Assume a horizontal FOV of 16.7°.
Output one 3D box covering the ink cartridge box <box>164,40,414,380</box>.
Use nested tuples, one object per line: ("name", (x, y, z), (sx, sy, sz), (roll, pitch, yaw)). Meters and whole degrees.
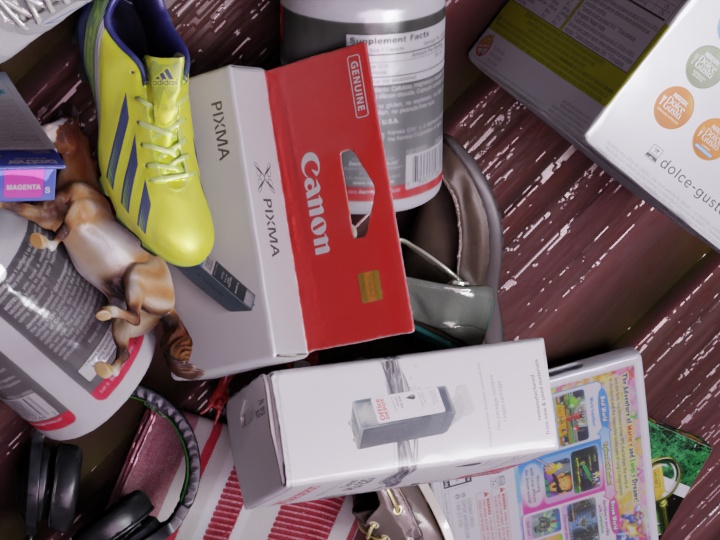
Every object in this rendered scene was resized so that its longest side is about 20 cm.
("ink cartridge box", (-0.062, -0.039, 1.633), (0.045, 0.176, 0.200), (-1, 80, -55))

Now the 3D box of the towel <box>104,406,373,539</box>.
("towel", (-0.097, 0.187, 1.834), (0.200, 0.023, 0.144), (19, 101, -28))

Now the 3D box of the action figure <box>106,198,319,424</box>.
("action figure", (-0.115, 0.039, 1.734), (0.200, 0.065, 0.099), (33, 74, -29))

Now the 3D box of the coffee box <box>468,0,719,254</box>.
("coffee box", (0.239, -0.147, 1.727), (0.200, 0.200, 0.198), (36, 94, -29))

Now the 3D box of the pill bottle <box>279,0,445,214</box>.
("pill bottle", (0.001, -0.149, 1.683), (0.114, 0.114, 0.200), (-7, 113, -19))

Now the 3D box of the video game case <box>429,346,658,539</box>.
("video game case", (0.140, 0.172, 1.894), (0.182, 0.024, 0.200), (-15, 115, -14))

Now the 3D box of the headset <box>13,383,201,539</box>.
("headset", (-0.198, 0.171, 1.758), (0.123, 0.094, 0.200), (35, 86, -5))

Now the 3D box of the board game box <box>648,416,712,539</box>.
("board game box", (0.174, 0.148, 1.923), (0.200, 0.023, 0.105), (23, 99, -27))

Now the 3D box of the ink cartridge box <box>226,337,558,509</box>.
("ink cartridge box", (0.020, 0.108, 1.711), (0.200, 0.146, 0.085), (-5, 80, -15))

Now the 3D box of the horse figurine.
("horse figurine", (-0.171, -0.006, 1.618), (0.050, 0.133, 0.200), (-38, 92, 24))

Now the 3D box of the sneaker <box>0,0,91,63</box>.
("sneaker", (-0.200, -0.197, 1.601), (0.200, 0.087, 0.075), (-43, 121, 1))

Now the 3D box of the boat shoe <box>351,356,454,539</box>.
("boat shoe", (0.018, 0.165, 1.827), (0.059, 0.072, 0.200), (-27, 105, -18))

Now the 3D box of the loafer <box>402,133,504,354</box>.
("loafer", (0.062, -0.001, 1.789), (0.071, 0.073, 0.200), (-14, 115, -16))

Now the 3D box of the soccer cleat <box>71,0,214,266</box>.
("soccer cleat", (-0.137, -0.101, 1.613), (0.065, 0.084, 0.200), (-6, 71, -39))

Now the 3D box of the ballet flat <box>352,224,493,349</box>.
("ballet flat", (0.000, 0.000, 1.750), (0.200, 0.067, 0.064), (21, 84, 3))

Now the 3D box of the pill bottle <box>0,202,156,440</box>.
("pill bottle", (-0.242, 0.016, 1.656), (0.111, 0.111, 0.200), (-45, 120, 1))

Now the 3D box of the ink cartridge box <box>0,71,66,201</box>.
("ink cartridge box", (-0.265, -0.082, 1.556), (0.119, 0.200, 0.042), (-2, 110, -20))
